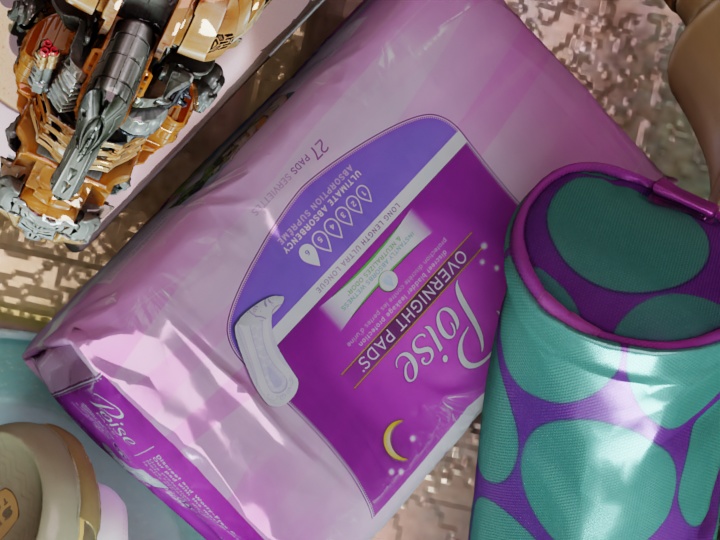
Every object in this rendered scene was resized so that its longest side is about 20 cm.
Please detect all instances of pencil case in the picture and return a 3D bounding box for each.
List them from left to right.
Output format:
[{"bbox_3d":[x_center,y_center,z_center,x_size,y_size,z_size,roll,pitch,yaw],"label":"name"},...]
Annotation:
[{"bbox_3d":[0.079,0.068,0.894,0.085,0.200,0.092,30,43,28],"label":"pencil case"}]

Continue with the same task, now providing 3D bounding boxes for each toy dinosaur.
[{"bbox_3d":[-0.052,-0.093,0.843,0.102,0.136,0.200,40,128,-21],"label":"toy dinosaur"}]

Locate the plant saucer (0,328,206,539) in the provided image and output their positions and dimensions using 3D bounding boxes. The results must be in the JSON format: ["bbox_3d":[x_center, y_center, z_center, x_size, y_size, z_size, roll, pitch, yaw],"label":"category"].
[{"bbox_3d":[-0.128,0.118,0.965,0.199,0.036,0.201,-1,93,-12],"label":"plant saucer"}]

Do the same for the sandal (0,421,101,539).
[{"bbox_3d":[-0.163,0.117,0.881,0.200,0.054,0.080,-43,57,15],"label":"sandal"}]

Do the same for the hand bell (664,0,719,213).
[{"bbox_3d":[0.107,-0.099,0.955,0.104,0.104,0.200,-29,57,-7],"label":"hand bell"}]

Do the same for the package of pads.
[{"bbox_3d":[0.000,0.000,0.939,0.121,0.076,0.200,46,70,-9],"label":"package of pads"}]

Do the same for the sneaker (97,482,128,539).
[{"bbox_3d":[-0.075,0.162,0.930,0.099,0.078,0.201,-3,102,-18],"label":"sneaker"}]

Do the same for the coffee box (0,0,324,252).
[{"bbox_3d":[-0.065,-0.116,0.954,0.113,0.080,0.200,45,85,-5],"label":"coffee box"}]

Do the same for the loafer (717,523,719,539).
[{"bbox_3d":[0.121,0.103,0.991,0.072,0.063,0.200,-37,95,-6],"label":"loafer"}]
